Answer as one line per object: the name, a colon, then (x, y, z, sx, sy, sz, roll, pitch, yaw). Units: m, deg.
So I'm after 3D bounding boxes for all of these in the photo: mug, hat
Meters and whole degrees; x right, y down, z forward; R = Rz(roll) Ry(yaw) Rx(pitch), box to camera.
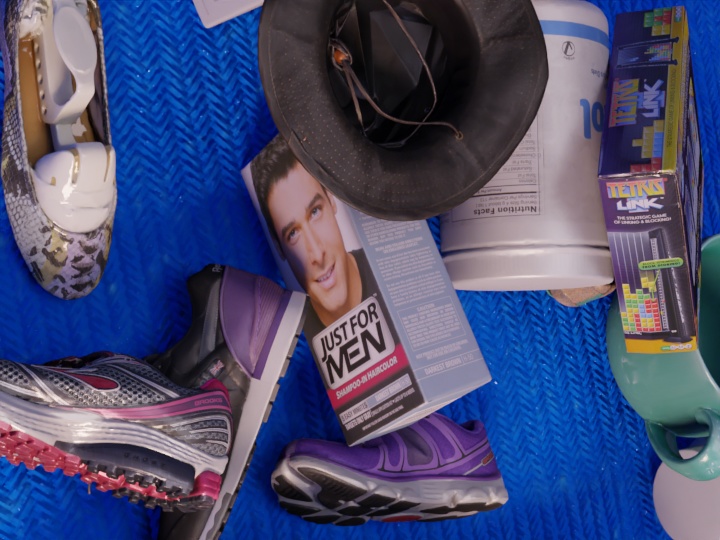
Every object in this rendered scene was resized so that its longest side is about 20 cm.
mug: (0.264, 0.066, 1.070, 0.185, 0.114, 0.153, -35, 96, -39)
hat: (0.015, -0.124, 0.804, 0.198, 0.081, 0.203, 3, 85, -27)

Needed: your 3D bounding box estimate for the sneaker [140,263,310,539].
sneaker: (-0.106, 0.095, 0.833, 0.087, 0.076, 0.202, 22, 78, -5)

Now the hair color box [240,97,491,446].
hair color box: (0.000, 0.000, 0.857, 0.060, 0.099, 0.202, -14, 76, -36)

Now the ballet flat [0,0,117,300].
ballet flat: (-0.176, -0.084, 0.782, 0.071, 0.072, 0.203, -6, 90, -38)

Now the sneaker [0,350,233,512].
sneaker: (-0.169, 0.076, 0.755, 0.198, 0.081, 0.075, 22, 63, -19)

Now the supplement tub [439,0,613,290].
supplement tub: (0.121, -0.090, 0.975, 0.131, 0.131, 0.203, 1, 85, -37)

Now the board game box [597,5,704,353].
board game box: (0.217, -0.068, 0.971, 0.201, 0.056, 0.166, -73, 152, -46)

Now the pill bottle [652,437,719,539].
pill bottle: (0.346, 0.183, 1.136, 0.198, 0.110, 0.113, -2, 87, -38)

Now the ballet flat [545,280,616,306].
ballet flat: (0.184, -0.073, 1.061, 0.068, 0.067, 0.203, 0, 86, -40)

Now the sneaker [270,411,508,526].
sneaker: (0.017, 0.131, 0.923, 0.199, 0.080, 0.084, 10, 62, -43)

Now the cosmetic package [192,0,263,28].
cosmetic package: (-0.021, -0.239, 0.897, 0.199, 0.101, 0.072, -32, 104, -36)
